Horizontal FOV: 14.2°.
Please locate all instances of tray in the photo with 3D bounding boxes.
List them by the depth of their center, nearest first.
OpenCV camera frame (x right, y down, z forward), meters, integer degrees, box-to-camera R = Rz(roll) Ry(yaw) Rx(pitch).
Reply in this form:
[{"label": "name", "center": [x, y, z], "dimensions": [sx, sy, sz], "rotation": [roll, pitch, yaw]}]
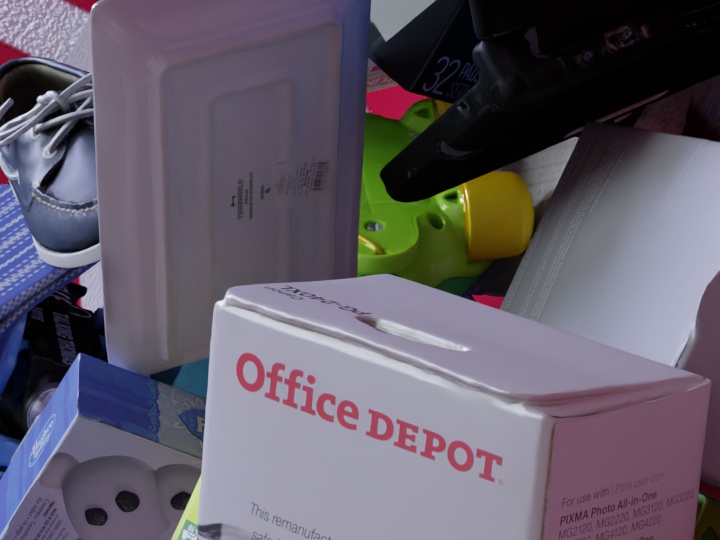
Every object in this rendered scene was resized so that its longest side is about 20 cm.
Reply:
[{"label": "tray", "center": [-0.044, -0.032, 1.077], "dimensions": [0.200, 0.107, 0.022], "rotation": [93, 154, -47]}]

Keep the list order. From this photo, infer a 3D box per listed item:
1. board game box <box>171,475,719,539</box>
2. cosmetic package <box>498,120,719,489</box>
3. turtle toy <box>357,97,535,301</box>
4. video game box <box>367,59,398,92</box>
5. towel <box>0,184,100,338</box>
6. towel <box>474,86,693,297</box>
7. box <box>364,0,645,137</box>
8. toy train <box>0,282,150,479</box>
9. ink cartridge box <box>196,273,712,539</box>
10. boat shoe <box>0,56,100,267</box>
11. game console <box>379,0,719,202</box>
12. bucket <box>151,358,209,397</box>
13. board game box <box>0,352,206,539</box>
[{"label": "board game box", "center": [0.033, 0.093, 0.998], "dimensions": [0.200, 0.048, 0.102], "rotation": [24, 90, 39]}, {"label": "cosmetic package", "center": [0.118, 0.015, 0.983], "dimensions": [0.107, 0.090, 0.200], "rotation": [-64, 17, 1]}, {"label": "turtle toy", "center": [0.000, 0.000, 1.241], "dimensions": [0.200, 0.146, 0.101], "rotation": [-104, 12, -57]}, {"label": "video game box", "center": [0.011, -0.141, 1.274], "dimensions": [0.047, 0.200, 0.182], "rotation": [60, 143, 22]}, {"label": "towel", "center": [-0.184, 0.003, 1.304], "dimensions": [0.145, 0.024, 0.200], "rotation": [-38, 24, -33]}, {"label": "towel", "center": [0.091, -0.050, 1.255], "dimensions": [0.200, 0.034, 0.133], "rotation": [177, 107, -74]}, {"label": "box", "center": [0.076, -0.170, 1.114], "dimensions": [0.124, 0.148, 0.200], "rotation": [43, 110, 34]}, {"label": "toy train", "center": [-0.151, 0.062, 1.321], "dimensions": [0.200, 0.087, 0.114], "rotation": [-124, 54, -73]}, {"label": "ink cartridge box", "center": [0.022, 0.113, 0.896], "dimensions": [0.145, 0.083, 0.200], "rotation": [18, 109, 42]}, {"label": "boat shoe", "center": [-0.123, -0.054, 1.252], "dimensions": [0.075, 0.062, 0.200], "rotation": [-28, 19, -5]}, {"label": "game console", "center": [0.095, -0.130, 1.047], "dimensions": [0.200, 0.117, 0.176], "rotation": [-23, -8, -28]}, {"label": "bucket", "center": [-0.051, 0.084, 1.367], "dimensions": [0.207, 0.135, 0.207], "rotation": [-58, 15, 26]}, {"label": "board game box", "center": [-0.070, 0.145, 1.190], "dimensions": [0.200, 0.199, 0.043], "rotation": [-55, 24, 31]}]
